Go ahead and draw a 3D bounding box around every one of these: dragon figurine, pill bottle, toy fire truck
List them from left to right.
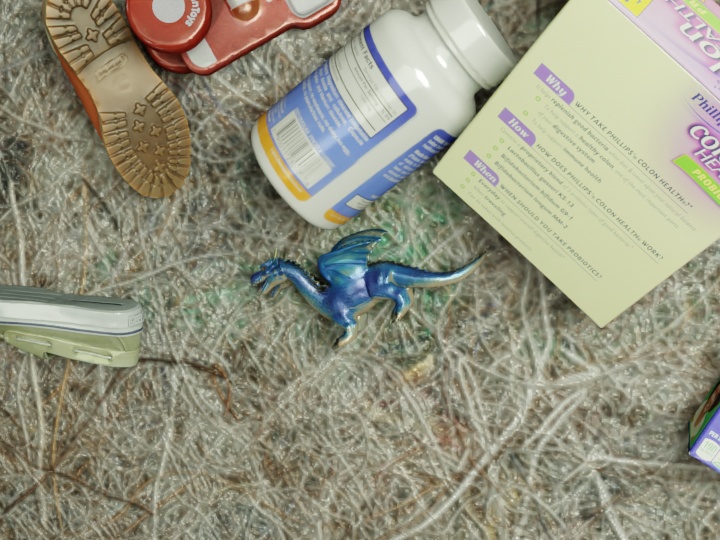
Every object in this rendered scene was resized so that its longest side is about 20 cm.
[{"bbox_3d":[-0.128,-0.266,0.774,0.167,0.112,0.201,-29,93,-4],"label":"toy fire truck"},{"bbox_3d":[0.000,0.000,0.806,0.199,0.059,0.100,-25,94,22],"label":"dragon figurine"},{"bbox_3d":[0.020,-0.131,0.744,0.199,0.112,0.112,-36,90,20],"label":"pill bottle"}]

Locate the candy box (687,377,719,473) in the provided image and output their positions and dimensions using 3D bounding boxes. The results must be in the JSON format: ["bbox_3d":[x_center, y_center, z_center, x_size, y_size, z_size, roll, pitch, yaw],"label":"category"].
[{"bbox_3d":[0.370,0.091,0.703,0.168,0.077,0.201,30,108,9],"label":"candy box"}]

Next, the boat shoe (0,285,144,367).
[{"bbox_3d":[-0.303,0.054,0.905,0.198,0.072,0.063,6,101,13],"label":"boat shoe"}]

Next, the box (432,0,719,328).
[{"bbox_3d":[0.182,-0.091,0.666,0.176,0.097,0.200,42,140,3],"label":"box"}]

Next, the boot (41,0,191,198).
[{"bbox_3d":[-0.216,-0.161,0.835,0.075,0.107,0.201,-31,119,-16],"label":"boot"}]
